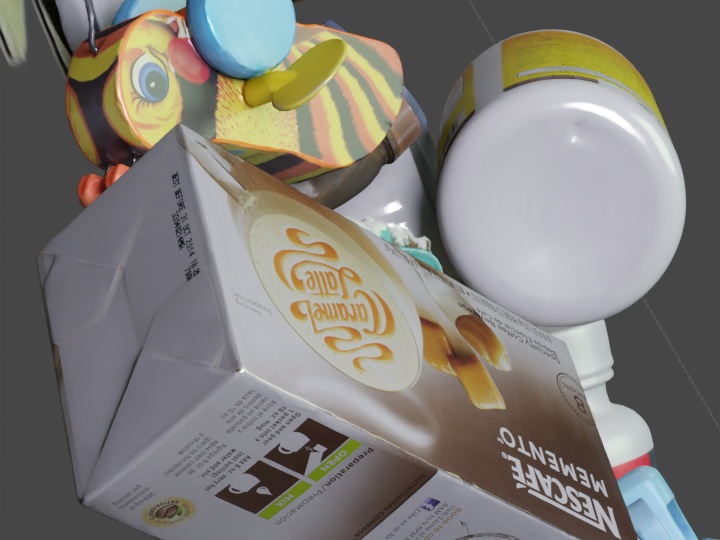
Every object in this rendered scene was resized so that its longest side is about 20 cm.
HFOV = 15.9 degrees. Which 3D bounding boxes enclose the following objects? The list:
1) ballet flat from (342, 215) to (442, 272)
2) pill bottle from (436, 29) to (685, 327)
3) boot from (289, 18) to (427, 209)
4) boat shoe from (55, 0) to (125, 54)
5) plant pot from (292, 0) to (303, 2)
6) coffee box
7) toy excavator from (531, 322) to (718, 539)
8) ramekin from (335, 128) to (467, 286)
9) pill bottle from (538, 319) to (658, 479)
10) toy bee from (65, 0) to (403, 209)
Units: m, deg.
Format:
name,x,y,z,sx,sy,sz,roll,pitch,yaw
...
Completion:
name,x,y,z,sx,sy,sz,roll,pitch,yaw
ballet flat,-0.048,0.005,0.985,0.199,0.072,0.072,10,54,-51
pill bottle,0.089,-0.049,1.188,0.200,0.109,0.110,-81,147,-75
boot,-0.076,-0.088,1.118,0.200,0.097,0.075,36,-15,24
boat shoe,-0.080,-0.155,1.025,0.074,0.065,0.201,-46,147,-42
plant pot,-0.090,-0.187,1.127,0.200,0.028,0.200,37,-18,14
coffee box,-0.005,0.050,0.877,0.199,0.080,0.115,29,32,-38
toy excavator,0.115,0.123,1.193,0.201,0.100,0.194,56,0,7
ramekin,0.000,0.000,1.231,0.200,0.104,0.201,-23,90,-83
pill bottle,0.099,0.130,1.336,0.120,0.119,0.202,-43,122,-82
toy bee,-0.074,-0.066,0.994,0.131,0.199,0.110,144,-43,-64
